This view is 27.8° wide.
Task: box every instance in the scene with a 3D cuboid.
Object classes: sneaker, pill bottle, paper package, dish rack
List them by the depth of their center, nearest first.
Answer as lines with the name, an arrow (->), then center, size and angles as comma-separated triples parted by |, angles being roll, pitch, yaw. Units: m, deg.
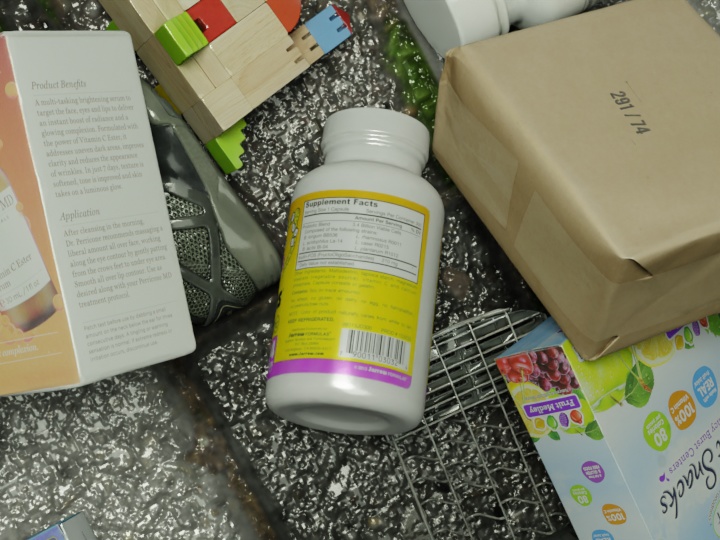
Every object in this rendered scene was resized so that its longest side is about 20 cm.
paper package -> 0.176, -0.069, 0.942 | 0.190, 0.104, 0.200 | -19, 56, -22
sneaker -> -0.149, -0.044, 0.947 | 0.114, 0.076, 0.200 | -38, 104, -15
pill bottle -> 0.000, 0.000, 0.953 | 0.104, 0.104, 0.201 | 11, 71, -12
pill bottle -> 0.127, -0.226, 0.982 | 0.199, 0.114, 0.115 | -32, 97, -10
dish rack -> 0.094, 0.133, 1.016 | 0.153, 0.055, 0.201 | -22, 94, -12

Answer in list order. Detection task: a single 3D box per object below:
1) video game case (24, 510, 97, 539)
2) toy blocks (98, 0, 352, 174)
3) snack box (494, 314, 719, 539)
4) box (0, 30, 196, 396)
video game case -> -0.220, 0.276, 0.911 | 0.199, 0.045, 0.182 | -28, 89, 11
toy blocks -> -0.090, -0.187, 0.958 | 0.137, 0.100, 0.200 | -40, 99, -20
snack box -> 0.199, 0.107, 0.992 | 0.168, 0.067, 0.201 | -33, 101, -42
box -> -0.206, -0.029, 0.880 | 0.106, 0.152, 0.201 | -14, 92, -56
